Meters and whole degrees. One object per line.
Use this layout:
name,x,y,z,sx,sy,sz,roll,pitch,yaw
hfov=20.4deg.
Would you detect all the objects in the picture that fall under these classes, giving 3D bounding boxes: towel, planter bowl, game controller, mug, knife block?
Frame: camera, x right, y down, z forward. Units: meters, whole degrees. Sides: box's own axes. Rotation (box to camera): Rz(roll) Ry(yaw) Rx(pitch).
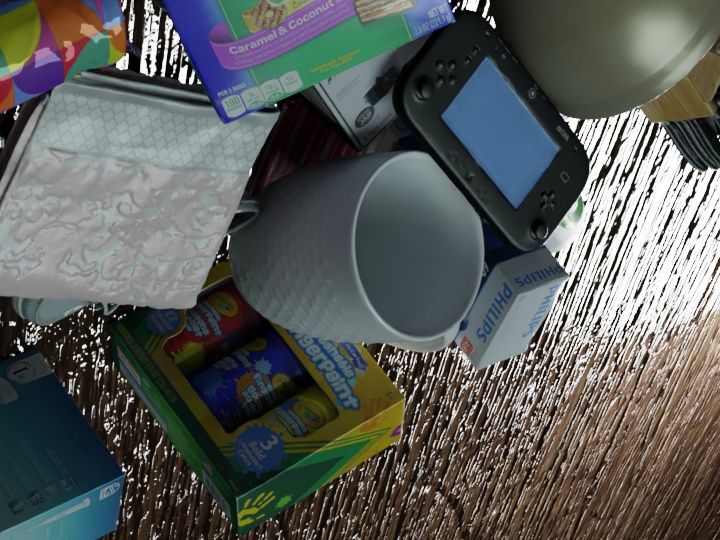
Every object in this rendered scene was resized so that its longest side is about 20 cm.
towel,-0.173,-0.055,1.452,0.200,0.032,0.191,6,122,-37
planter bowl,0.175,-0.236,1.548,0.200,0.200,0.135,-45,126,11
towel,-0.005,-0.113,1.664,0.200,0.022,0.145,-17,148,-34
game controller,0.104,-0.106,1.545,0.104,0.042,0.200,-48,124,-9
mug,0.000,0.000,1.597,0.200,0.175,0.148,46,58,-33
knife block,0.263,-0.171,1.727,0.064,0.200,0.176,-60,169,-30

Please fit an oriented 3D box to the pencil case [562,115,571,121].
pencil case,0.168,-0.156,1.723,0.200,0.086,0.084,-27,169,-41

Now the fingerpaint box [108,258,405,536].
fingerpaint box,-0.087,0.092,1.674,0.167,0.200,0.073,-29,152,-19

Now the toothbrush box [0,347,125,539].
toothbrush box,-0.308,0.169,1.570,0.200,0.146,0.085,-24,149,-30

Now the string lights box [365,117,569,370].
string lights box,0.078,-0.029,1.652,0.059,0.200,0.103,-17,148,-34

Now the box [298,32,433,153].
box,-0.010,-0.185,1.479,0.117,0.060,0.200,-47,152,-4

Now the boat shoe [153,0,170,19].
boat shoe,-0.052,-0.233,1.361,0.200,0.074,0.060,-40,154,6

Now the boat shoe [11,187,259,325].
boat shoe,-0.175,-0.017,1.544,0.202,0.065,0.074,-32,152,-16

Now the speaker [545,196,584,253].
speaker,0.146,-0.078,1.841,0.088,0.088,0.200,-42,153,4

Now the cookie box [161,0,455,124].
cookie box,-0.052,-0.215,1.254,0.171,0.075,0.200,-24,132,1

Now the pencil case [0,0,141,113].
pencil case,-0.240,-0.132,1.265,0.200,0.088,0.088,-26,151,-22
